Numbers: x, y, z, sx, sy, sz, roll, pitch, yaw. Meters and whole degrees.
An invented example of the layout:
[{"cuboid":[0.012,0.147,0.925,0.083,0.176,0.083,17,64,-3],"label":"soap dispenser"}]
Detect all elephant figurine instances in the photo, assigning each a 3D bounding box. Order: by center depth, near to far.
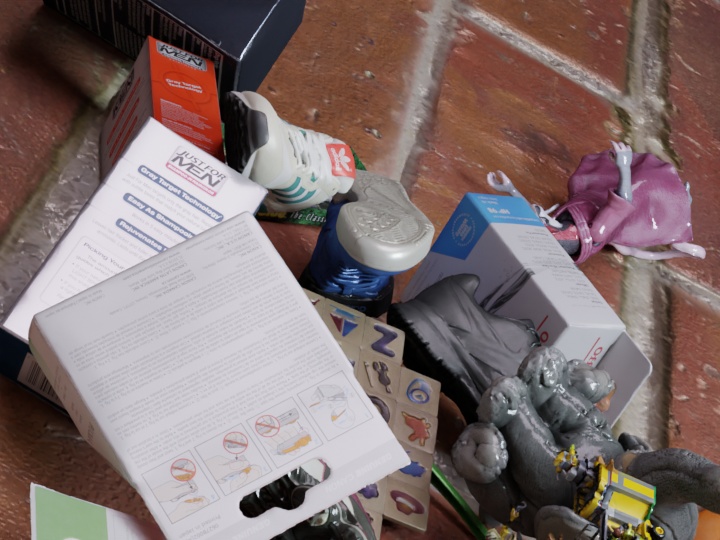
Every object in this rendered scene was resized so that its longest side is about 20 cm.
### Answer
[{"cuboid":[0.166,0.156,1.458,0.200,0.142,0.155,37,3,28],"label":"elephant figurine"}]

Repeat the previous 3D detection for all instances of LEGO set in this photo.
[{"cuboid":[0.092,0.197,1.360,0.116,0.200,0.154,24,49,-11],"label":"LEGO set"}]

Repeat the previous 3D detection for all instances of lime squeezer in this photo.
[{"cuboid":[0.013,0.123,1.543,0.200,0.038,0.071,28,28,-10],"label":"lime squeezer"}]

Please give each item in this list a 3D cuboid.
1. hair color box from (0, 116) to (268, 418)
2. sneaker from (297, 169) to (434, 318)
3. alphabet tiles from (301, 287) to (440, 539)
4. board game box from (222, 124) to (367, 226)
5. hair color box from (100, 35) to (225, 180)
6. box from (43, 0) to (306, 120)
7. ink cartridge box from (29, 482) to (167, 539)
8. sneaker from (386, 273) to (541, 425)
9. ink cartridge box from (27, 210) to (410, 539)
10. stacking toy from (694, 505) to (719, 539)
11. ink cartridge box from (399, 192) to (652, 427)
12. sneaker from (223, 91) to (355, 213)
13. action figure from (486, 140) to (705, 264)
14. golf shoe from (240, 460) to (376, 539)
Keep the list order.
[{"cuboid":[-0.154,0.004,1.449,0.100,0.061,0.200,32,56,-1],"label":"hair color box"},{"cuboid":[0.001,0.000,1.636,0.076,0.112,0.200,12,15,-11],"label":"sneaker"},{"cuboid":[-0.023,0.100,1.514,0.166,0.006,0.200,23,45,-16],"label":"alphabet tiles"},{"cuboid":[-0.067,-0.078,1.808,0.200,0.023,0.105,6,35,-40],"label":"board game box"},{"cuboid":[-0.150,-0.080,1.639,0.061,0.102,0.200,19,31,-20],"label":"hair color box"},{"cuboid":[-0.151,-0.241,1.783,0.198,0.123,0.200,34,-12,2],"label":"box"},{"cuboid":[-0.106,0.211,1.264,0.199,0.048,0.146,18,30,-21],"label":"ink cartridge box"},{"cuboid":[0.109,0.084,1.609,0.091,0.076,0.200,-35,82,-21],"label":"sneaker"},{"cuboid":[-0.088,0.079,1.344,0.161,0.050,0.200,-27,71,-21],"label":"ink cartridge box"},{"cuboid":[0.207,0.243,1.479,0.200,0.146,0.146,-13,49,-34],"label":"stacking toy"},{"cuboid":[0.127,0.046,1.700,0.067,0.116,0.200,5,37,-41],"label":"ink cartridge box"},{"cuboid":[-0.050,-0.086,1.567,0.093,0.200,0.071,-5,79,-5],"label":"sneaker"},{"cuboid":[0.208,-0.043,1.991,0.200,0.134,0.149,-32,110,-47],"label":"action figure"},{"cuboid":[-0.057,0.126,1.416,0.200,0.077,0.088,59,14,8],"label":"golf shoe"}]
